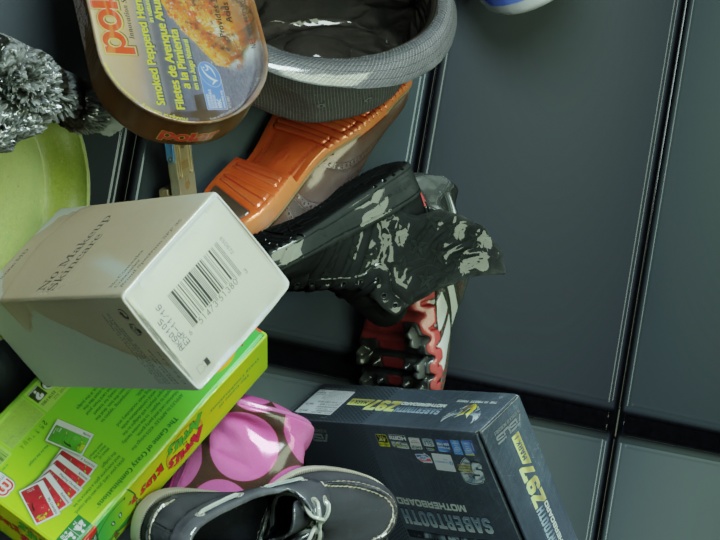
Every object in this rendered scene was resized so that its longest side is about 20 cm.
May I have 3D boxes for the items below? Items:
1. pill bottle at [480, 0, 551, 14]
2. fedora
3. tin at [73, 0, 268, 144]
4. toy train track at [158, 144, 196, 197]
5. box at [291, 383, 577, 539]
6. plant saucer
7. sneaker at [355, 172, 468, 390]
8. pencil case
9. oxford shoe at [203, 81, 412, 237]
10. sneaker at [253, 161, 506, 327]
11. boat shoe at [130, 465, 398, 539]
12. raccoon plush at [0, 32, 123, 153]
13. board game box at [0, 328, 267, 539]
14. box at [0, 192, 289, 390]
[{"bbox_3d":[0.086,-0.294,1.708,0.114,0.113,0.200,-52,122,-24],"label":"pill bottle"},{"bbox_3d":[-0.036,-0.163,1.613,0.199,0.177,0.091,-12,143,-28],"label":"fedora"},{"bbox_3d":[-0.126,-0.169,1.493,0.111,0.042,0.201,-1,61,-26],"label":"tin"},{"bbox_3d":[-0.138,-0.133,1.589,0.115,0.032,0.202,-37,125,-59],"label":"toy train track"},{"bbox_3d":[0.053,0.160,1.657,0.051,0.199,0.159,-40,117,-35],"label":"box"},{"bbox_3d":[-0.262,-0.050,1.497,0.199,0.031,0.202,-4,96,-39],"label":"plant saucer"},{"bbox_3d":[0.044,0.020,1.721,0.098,0.070,0.202,-26,119,-49],"label":"sneaker"},{"bbox_3d":[-0.103,0.181,1.606,0.093,0.091,0.202,19,82,-21],"label":"pencil case"},{"bbox_3d":[-0.034,-0.072,1.668,0.200,0.071,0.073,-42,137,-24],"label":"oxford shoe"},{"bbox_3d":[-0.002,0.000,1.608,0.199,0.060,0.105,-31,110,-23],"label":"sneaker"},{"bbox_3d":[-0.050,0.170,1.547,0.199,0.063,0.073,0,97,-35],"label":"boat shoe"},{"bbox_3d":[-0.226,-0.072,1.453,0.199,0.096,0.135,23,87,-38],"label":"raccoon plush"},{"bbox_3d":[-0.160,0.094,1.542,0.200,0.101,0.048,-48,162,-26],"label":"board game box"},{"bbox_3d":[-0.142,0.015,1.448,0.078,0.199,0.095,51,62,-22],"label":"box"}]
